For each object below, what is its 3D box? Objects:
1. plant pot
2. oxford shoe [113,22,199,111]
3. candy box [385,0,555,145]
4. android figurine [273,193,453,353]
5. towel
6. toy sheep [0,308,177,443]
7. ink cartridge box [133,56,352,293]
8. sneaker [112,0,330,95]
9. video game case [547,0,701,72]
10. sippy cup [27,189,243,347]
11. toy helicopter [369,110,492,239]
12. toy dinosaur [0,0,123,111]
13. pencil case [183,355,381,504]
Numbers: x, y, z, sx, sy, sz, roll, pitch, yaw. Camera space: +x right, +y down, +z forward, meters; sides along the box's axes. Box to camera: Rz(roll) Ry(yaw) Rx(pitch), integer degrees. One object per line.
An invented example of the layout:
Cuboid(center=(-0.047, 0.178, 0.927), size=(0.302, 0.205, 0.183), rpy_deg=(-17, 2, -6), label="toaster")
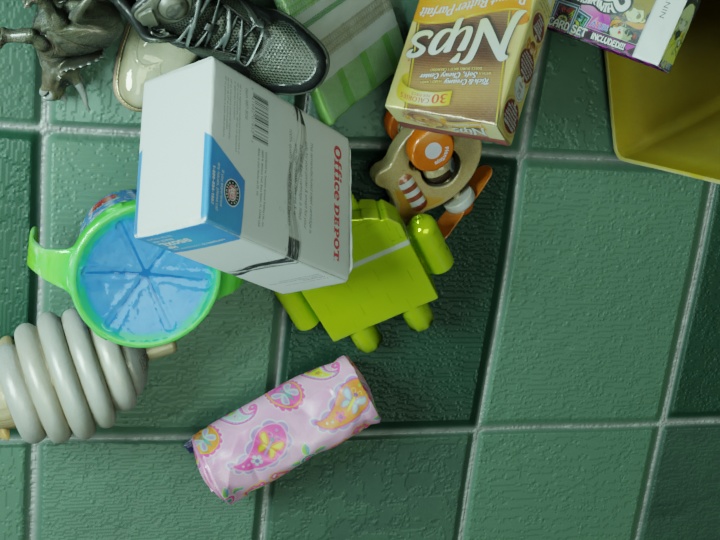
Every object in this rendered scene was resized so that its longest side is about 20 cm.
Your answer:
Cuboid(center=(0.386, -0.218, 1.161), size=(0.176, 0.200, 0.201), rpy_deg=(-21, 114, -24), label="plant pot")
Cuboid(center=(-0.160, -0.231, 1.022), size=(0.071, 0.074, 0.200), rpy_deg=(29, 97, -25), label="oxford shoe")
Cuboid(center=(0.111, -0.226, 1.061), size=(0.055, 0.115, 0.201), rpy_deg=(38, 68, -62), label="candy box")
Cuboid(center=(0.000, 0.000, 1.142), size=(0.181, 0.041, 0.200), rpy_deg=(-24, 131, 10), label="android figurine")
Cuboid(center=(-0.030, -0.255, 1.050), size=(0.149, 0.031, 0.201), rpy_deg=(-43, 124, -40), label="towel")
Cuboid(center=(-0.271, 0.096, 1.062), size=(0.199, 0.138, 0.138), rpy_deg=(-22, 114, -11), label="toy sheep")
Cuboid(center=(-0.096, -0.074, 0.988), size=(0.200, 0.084, 0.145), rpy_deg=(24, 61, -52), label="ink cartridge box")
Cuboid(center=(-0.121, -0.201, 0.939), size=(0.199, 0.114, 0.076), rpy_deg=(30, 106, -7), label="sneaker")
Cuboid(center=(0.241, -0.306, 1.077), size=(0.036, 0.200, 0.182), rpy_deg=(8, 108, -56), label="video game case")
Cuboid(center=(-0.207, -0.014, 1.048), size=(0.140, 0.130, 0.178), rpy_deg=(-47, 116, 2), label="sippy cup")
Cuboid(center=(0.059, -0.070, 1.167), size=(0.132, 0.079, 0.200), rpy_deg=(19, 111, -33), label="toy helicopter")
Cuboid(center=(-0.243, -0.211, 0.951), size=(0.102, 0.200, 0.077), rpy_deg=(11, 71, -32), label="toy dinosaur")
Cuboid(center=(-0.080, 0.168, 1.184), size=(0.199, 0.087, 0.088), rpy_deg=(-29, 115, -7), label="pencil case")
